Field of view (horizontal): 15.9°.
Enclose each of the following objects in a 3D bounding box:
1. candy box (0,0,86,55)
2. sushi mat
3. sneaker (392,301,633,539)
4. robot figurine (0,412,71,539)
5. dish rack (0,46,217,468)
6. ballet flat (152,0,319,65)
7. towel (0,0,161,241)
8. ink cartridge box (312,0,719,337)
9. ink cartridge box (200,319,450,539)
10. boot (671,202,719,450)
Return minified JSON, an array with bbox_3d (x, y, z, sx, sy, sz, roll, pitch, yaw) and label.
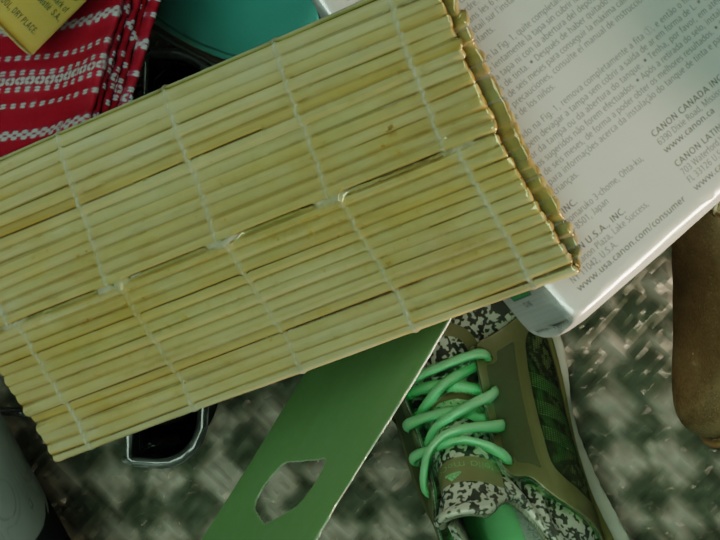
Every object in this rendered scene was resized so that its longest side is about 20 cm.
[{"bbox_3d":[-0.080,-0.183,0.853,0.200,0.056,0.117,-45,55,-2],"label":"candy box"},{"bbox_3d":[-0.038,-0.012,0.769,0.199,0.012,0.096,-20,101,29],"label":"sushi mat"},{"bbox_3d":[0.044,0.064,0.924,0.077,0.089,0.201,-29,85,13],"label":"sneaker"},{"bbox_3d":[-0.164,0.122,0.936,0.124,0.150,0.201,-16,118,17],"label":"robot figurine"},{"bbox_3d":[-0.143,-0.010,0.983,0.199,0.055,0.154,4,93,13],"label":"dish rack"},{"bbox_3d":[-0.079,-0.129,0.952,0.199,0.064,0.068,26,104,19],"label":"ballet flat"},{"bbox_3d":[-0.135,-0.092,0.879,0.144,0.023,0.201,2,60,21],"label":"towel"},{"bbox_3d":[0.054,-0.106,0.782,0.161,0.050,0.200,-40,91,-16],"label":"ink cartridge box"},{"bbox_3d":[0.000,0.000,0.850,0.048,0.145,0.200,38,75,-10],"label":"ink cartridge box"},{"bbox_3d":[0.116,-0.038,0.899,0.075,0.074,0.201,5,86,-23],"label":"boot"}]
